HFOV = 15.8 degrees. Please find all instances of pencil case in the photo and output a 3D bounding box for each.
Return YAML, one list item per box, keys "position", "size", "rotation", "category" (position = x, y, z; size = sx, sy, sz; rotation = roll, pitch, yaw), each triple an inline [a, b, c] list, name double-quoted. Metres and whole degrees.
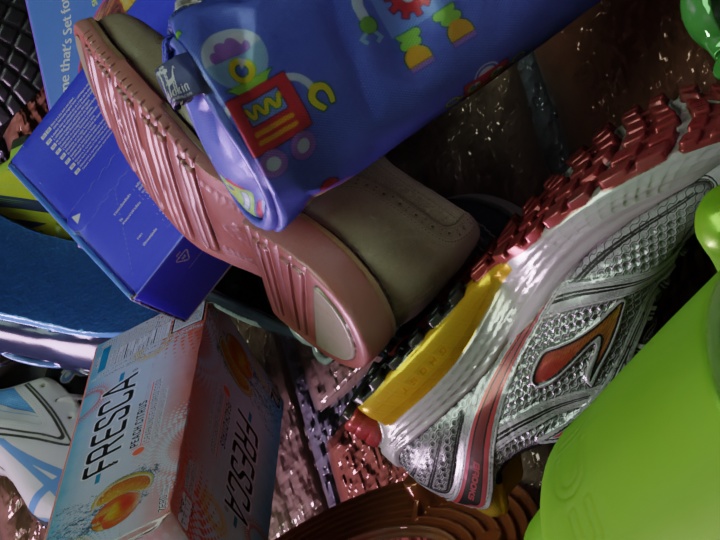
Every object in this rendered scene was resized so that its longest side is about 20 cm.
- position: [0.019, -0.099, 0.915]
  size: [0.087, 0.199, 0.078]
  rotation: [55, 171, 3]
  category: "pencil case"

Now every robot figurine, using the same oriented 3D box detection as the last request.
- position: [0.134, 0.060, 0.809]
  size: [0.200, 0.115, 0.176]
  rotation: [-50, 41, 41]
  category: "robot figurine"

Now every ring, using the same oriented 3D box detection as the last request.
- position: [-0.020, 0.137, 0.983]
  size: [0.200, 0.200, 0.019]
  rotation: [-3, 124, 55]
  category: "ring"

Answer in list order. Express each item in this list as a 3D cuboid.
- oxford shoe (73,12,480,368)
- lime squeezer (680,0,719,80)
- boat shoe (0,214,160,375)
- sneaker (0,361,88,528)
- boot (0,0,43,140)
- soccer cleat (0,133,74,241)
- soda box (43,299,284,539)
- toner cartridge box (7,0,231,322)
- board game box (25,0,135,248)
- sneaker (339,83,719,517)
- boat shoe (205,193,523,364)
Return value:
- position: [-0.035, -0.043, 0.988]
  size: [0.200, 0.074, 0.071]
  rotation: [43, 160, 31]
  category: "oxford shoe"
- position: [0.149, -0.084, 0.874]
  size: [0.070, 0.038, 0.201]
  rotation: [-35, 54, 13]
  category: "lime squeezer"
- position: [-0.171, 0.020, 1.233]
  size: [0.199, 0.084, 0.069]
  rotation: [22, 150, 30]
  category: "boat shoe"
- position: [-0.130, 0.084, 1.231]
  size: [0.199, 0.072, 0.073]
  rotation: [23, 100, 50]
  category: "sneaker"
- position: [-0.213, -0.097, 1.357]
  size: [0.201, 0.069, 0.132]
  rotation: [-60, 19, 6]
  category: "boot"
- position: [-0.130, -0.030, 1.242]
  size: [0.200, 0.064, 0.084]
  rotation: [-32, 75, 52]
  category: "soccer cleat"
- position: [-0.078, 0.086, 1.059]
  size: [0.063, 0.069, 0.200]
  rotation: [-27, 21, 14]
  category: "soda box"
- position: [-0.047, -0.088, 1.056]
  size: [0.200, 0.043, 0.095]
  rotation: [-51, 58, 8]
  category: "toner cartridge box"
- position: [-0.078, -0.121, 1.135]
  size: [0.134, 0.045, 0.201]
  rotation: [-24, 66, 22]
  category: "board game box"
- position: [0.083, 0.011, 0.934]
  size: [0.082, 0.078, 0.200]
  rotation: [41, 121, -5]
  category: "sneaker"
- position: [0.000, 0.000, 1.051]
  size: [0.199, 0.061, 0.076]
  rotation: [10, 95, 54]
  category: "boat shoe"
